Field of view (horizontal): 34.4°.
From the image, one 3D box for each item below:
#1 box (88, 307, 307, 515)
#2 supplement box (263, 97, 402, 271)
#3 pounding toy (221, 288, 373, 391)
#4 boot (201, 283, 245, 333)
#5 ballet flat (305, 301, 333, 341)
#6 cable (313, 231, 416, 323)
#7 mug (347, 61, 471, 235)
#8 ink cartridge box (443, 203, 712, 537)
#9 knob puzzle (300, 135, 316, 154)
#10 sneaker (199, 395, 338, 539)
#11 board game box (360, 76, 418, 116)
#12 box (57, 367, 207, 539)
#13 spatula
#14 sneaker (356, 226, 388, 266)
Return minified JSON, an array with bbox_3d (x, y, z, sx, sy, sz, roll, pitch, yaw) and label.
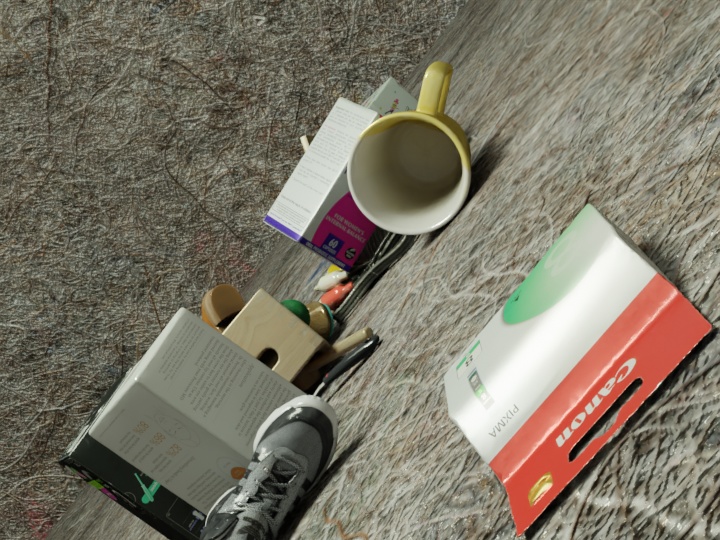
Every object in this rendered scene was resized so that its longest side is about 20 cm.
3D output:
[{"bbox_3d":[-0.155,0.162,1.216,0.152,0.200,0.106,-43,14,48],"label":"box"},{"bbox_3d":[-0.023,-0.116,1.569,0.103,0.101,0.200,30,89,52],"label":"supplement box"},{"bbox_3d":[-0.097,0.114,1.425,0.200,0.142,0.184,-51,-6,-4],"label":"pounding toy"},{"bbox_3d":[-0.177,0.122,1.641,0.077,0.200,0.155,-25,-7,-18],"label":"boot"},{"bbox_3d":[-0.094,0.087,1.607,0.072,0.068,0.200,-9,-6,-17],"label":"ballet flat"},{"bbox_3d":[0.000,0.000,1.562,0.200,0.050,0.097,-42,25,45],"label":"cable"},{"bbox_3d":[0.086,-0.147,1.449,0.187,0.149,0.153,-43,2,22],"label":"mug"},{"bbox_3d":[0.120,0.051,0.712,0.161,0.050,0.200,-51,6,12],"label":"ink cartridge box"},{"bbox_3d":[-0.031,-0.112,1.774,0.030,0.220,0.220,-21,19,19],"label":"knob puzzle"},{"bbox_3d":[-0.087,0.214,1.079,0.200,0.075,0.114,-56,7,20],"label":"sneaker"},{"bbox_3d":[0.055,-0.193,1.736,0.064,0.147,0.200,-53,8,-17],"label":"board game box"},{"bbox_3d":[-0.231,0.227,1.359,0.124,0.200,0.149,-57,10,-20],"label":"box"},{"bbox_3d":[-0.045,0.140,1.324,0.200,0.021,0.057,-48,8,23],"label":"spatula"},{"bbox_3d":[0.046,-0.098,1.660,0.201,0.073,0.114,-51,5,13],"label":"sneaker"}]
